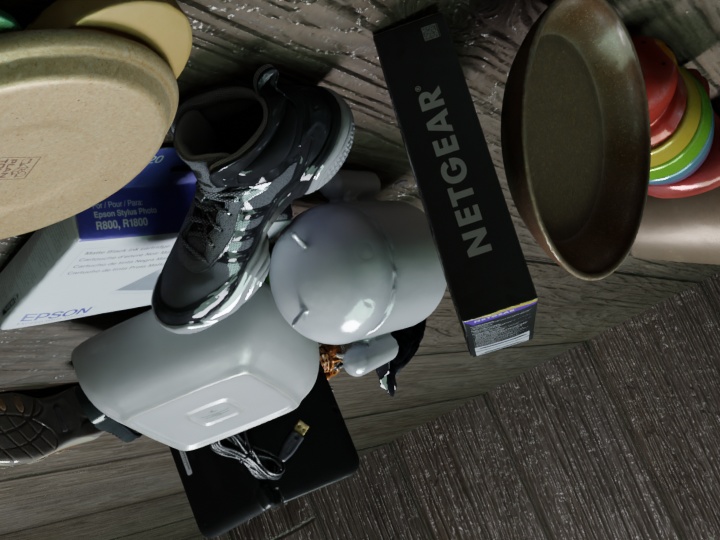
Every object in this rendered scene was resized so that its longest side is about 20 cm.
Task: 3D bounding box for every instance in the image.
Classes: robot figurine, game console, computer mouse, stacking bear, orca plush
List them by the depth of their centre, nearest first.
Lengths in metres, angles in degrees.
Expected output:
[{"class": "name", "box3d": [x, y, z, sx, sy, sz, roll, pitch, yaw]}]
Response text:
[{"class": "robot figurine", "box3d": [0.000, 0.000, 0.892, 0.112, 0.172, 0.199, -11, 178, 32]}, {"class": "stacking bear", "box3d": [0.252, -0.140, 0.928, 0.113, 0.122, 0.199, -36, 153, 19]}, {"class": "orca plush", "box3d": [0.043, 0.020, 1.019, 0.071, 0.106, 0.201, -29, -159, 24]}, {"class": "computer mouse", "box3d": [-0.077, 0.128, 1.140, 0.046, 0.202, 0.141, 8, 150, 36]}, {"class": "game console", "box3d": [-0.127, 0.181, 1.236, 0.175, 0.202, 0.116, -33, 162, 32]}]

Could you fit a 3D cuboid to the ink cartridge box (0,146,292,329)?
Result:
[{"class": "ink cartridge box", "box3d": [-0.151, -0.025, 0.798, 0.198, 0.041, 0.200, -10, 159, -44]}]

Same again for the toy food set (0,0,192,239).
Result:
[{"class": "toy food set", "box3d": [-0.189, -0.074, 0.555, 0.196, 0.049, 0.200, -15, 163, -31]}]

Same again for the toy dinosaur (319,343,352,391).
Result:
[{"class": "toy dinosaur", "box3d": [-0.102, 0.150, 1.449, 0.197, 0.103, 0.136, -5, 148, -2]}]

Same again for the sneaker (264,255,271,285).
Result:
[{"class": "sneaker", "box3d": [-0.087, 0.022, 0.999, 0.198, 0.075, 0.083, -28, 169, 14]}]

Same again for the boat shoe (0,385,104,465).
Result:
[{"class": "boat shoe", "box3d": [-0.350, 0.171, 1.104, 0.071, 0.077, 0.199, -29, 163, 28]}]

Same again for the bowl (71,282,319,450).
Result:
[{"class": "bowl", "box3d": [-0.141, 0.098, 0.967, 0.198, 0.075, 0.200, -21, 153, 10]}]

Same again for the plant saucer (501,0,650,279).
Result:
[{"class": "plant saucer", "box3d": [0.152, -0.095, 0.759, 0.036, 0.203, 0.199, 0, -177, 37]}]

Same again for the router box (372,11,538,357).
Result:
[{"class": "router box", "box3d": [0.068, -0.052, 0.737, 0.052, 0.202, 0.157, -17, 167, 4]}]

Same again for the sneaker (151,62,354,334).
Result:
[{"class": "sneaker", "box3d": [-0.095, -0.048, 0.692, 0.201, 0.075, 0.113, -52, 152, 11]}]

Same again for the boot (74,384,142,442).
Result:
[{"class": "boot", "box3d": [-0.207, 0.111, 1.141, 0.161, 0.074, 0.198, -31, 170, -5]}]

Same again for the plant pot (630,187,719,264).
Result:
[{"class": "plant pot", "box3d": [0.389, -0.087, 1.220, 0.172, 0.203, 0.200, -8, 169, 15]}]
